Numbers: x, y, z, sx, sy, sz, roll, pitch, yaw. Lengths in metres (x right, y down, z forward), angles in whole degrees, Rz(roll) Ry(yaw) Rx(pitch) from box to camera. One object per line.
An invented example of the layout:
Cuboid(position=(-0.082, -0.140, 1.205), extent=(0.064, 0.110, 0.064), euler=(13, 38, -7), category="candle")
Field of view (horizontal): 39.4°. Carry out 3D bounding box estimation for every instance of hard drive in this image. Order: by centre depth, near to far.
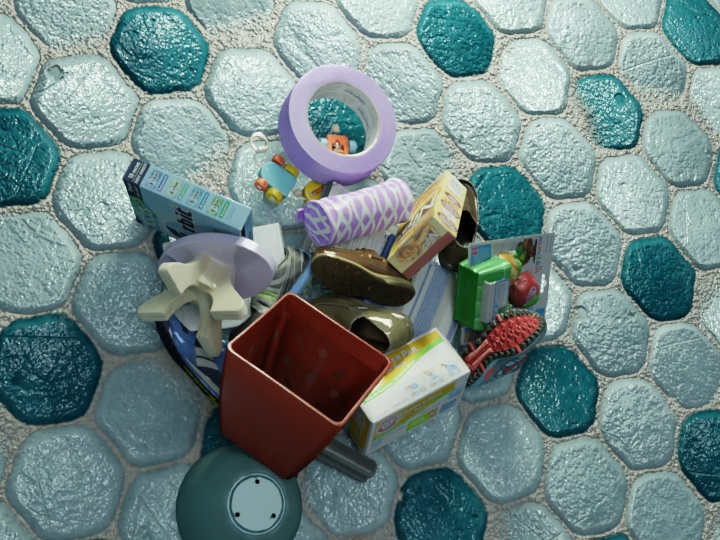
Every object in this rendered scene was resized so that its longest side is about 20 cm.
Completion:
Cuboid(position=(0.000, -0.045, 1.733), extent=(0.199, 0.038, 0.141), euler=(32, 65, -28), category="hard drive")

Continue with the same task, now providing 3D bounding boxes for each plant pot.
Cuboid(position=(-0.101, 0.189, 1.519), extent=(0.199, 0.177, 0.200), euler=(33, 33, 10), category="plant pot")
Cuboid(position=(-0.173, 0.359, 1.536), extent=(0.198, 0.135, 0.202), euler=(5, 73, -18), category="plant pot")

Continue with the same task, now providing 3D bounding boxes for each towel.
Cuboid(position=(0.099, 0.044, 1.755), extent=(0.199, 0.024, 0.148), euler=(33, 67, -25), category="towel")

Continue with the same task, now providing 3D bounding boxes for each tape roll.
Cuboid(position=(-0.040, -0.251, 1.742), extent=(0.198, 0.066, 0.202), euler=(7, 72, -22), category="tape roll")

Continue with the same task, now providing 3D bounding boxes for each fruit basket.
Cuboid(position=(0.264, 0.033, 1.775), extent=(0.198, 0.094, 0.187), euler=(-5, 111, -27), category="fruit basket")

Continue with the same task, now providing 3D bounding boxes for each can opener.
Cuboid(position=(-0.069, 0.296, 1.635), extent=(0.199, 0.053, 0.067), euler=(26, 58, -14), category="can opener")

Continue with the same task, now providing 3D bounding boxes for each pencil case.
Cuboid(position=(-0.002, -0.100, 1.665), extent=(0.199, 0.085, 0.085), euler=(-18, 45, -39), category="pencil case")

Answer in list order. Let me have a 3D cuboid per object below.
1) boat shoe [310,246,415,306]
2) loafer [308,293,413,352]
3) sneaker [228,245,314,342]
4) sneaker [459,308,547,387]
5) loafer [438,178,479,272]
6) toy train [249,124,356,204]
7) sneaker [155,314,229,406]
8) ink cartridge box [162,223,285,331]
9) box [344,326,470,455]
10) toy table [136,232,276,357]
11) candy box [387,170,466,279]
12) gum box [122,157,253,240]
Cuboid(position=(0.001, 0.000, 1.652), extent=(0.199, 0.072, 0.068), euler=(19, 44, -31), category="boat shoe")
Cuboid(position=(-0.012, 0.088, 1.654), extent=(0.067, 0.198, 0.077), euler=(-35, 127, -58), category="loafer")
Cuboid(position=(-0.149, 0.045, 1.621), extent=(0.082, 0.071, 0.200), euler=(33, 70, 8), category="sneaker")
Cuboid(position=(0.251, 0.131, 1.730), extent=(0.095, 0.200, 0.080), euler=(7, 53, -44), category="sneaker")
Cuboid(position=(0.187, -0.091, 1.809), extent=(0.072, 0.071, 0.202), euler=(16, 53, -15), category="loafer")
Cuboid(position=(-0.102, -0.179, 1.761), extent=(0.198, 0.056, 0.152), euler=(-2, 74, -23), category="toy train")
Cuboid(position=(-0.247, 0.134, 1.608), extent=(0.082, 0.074, 0.200), euler=(-44, 101, -19), category="sneaker")
Cuboid(position=(-0.216, 0.017, 1.677), extent=(0.198, 0.057, 0.164), euler=(-11, 78, -3), category="ink cartridge box")
Cuboid(position=(0.067, 0.199, 1.664), extent=(0.199, 0.113, 0.102), euler=(-25, 59, -23), category="box")
Cuboid(position=(-0.237, 0.027, 1.529), extent=(0.184, 0.198, 0.118), euler=(55, 38, -31), category="toy table")
Cuboid(position=(0.115, -0.080, 1.708), extent=(0.055, 0.115, 0.200), euler=(41, 28, -10), category="candy box")
Cuboid(position=(-0.266, -0.087, 1.586), extent=(0.198, 0.170, 0.045), euler=(23, 70, 4), category="gum box")
